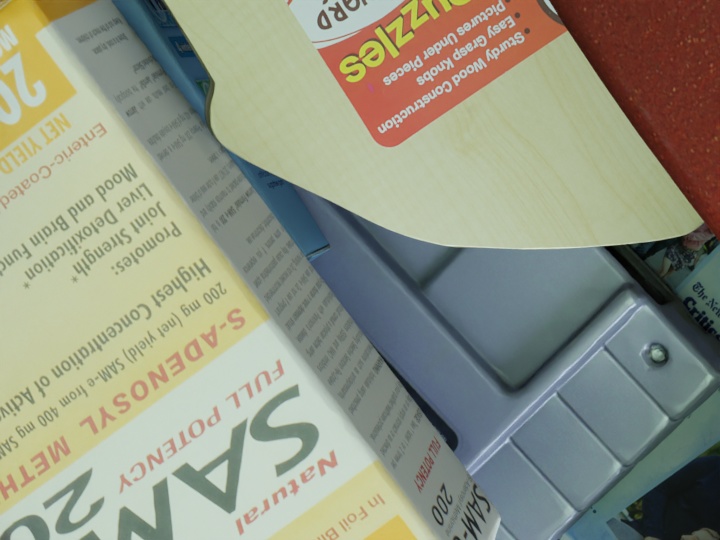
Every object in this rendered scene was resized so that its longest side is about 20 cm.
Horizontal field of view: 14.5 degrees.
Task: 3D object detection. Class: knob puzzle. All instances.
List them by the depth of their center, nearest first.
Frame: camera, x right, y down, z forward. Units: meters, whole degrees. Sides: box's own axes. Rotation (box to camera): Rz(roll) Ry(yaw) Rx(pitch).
[{"bbox_3d":[0.039,-0.094,0.793,0.220,0.030,0.220,-2,101,-11],"label":"knob puzzle"}]

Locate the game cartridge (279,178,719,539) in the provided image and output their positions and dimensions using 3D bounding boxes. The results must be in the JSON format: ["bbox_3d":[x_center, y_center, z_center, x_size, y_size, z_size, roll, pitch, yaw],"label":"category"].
[{"bbox_3d":[0.000,0.000,0.854,0.200,0.038,0.130,47,108,8],"label":"game cartridge"}]

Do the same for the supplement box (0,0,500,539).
[{"bbox_3d":[-0.071,0.034,0.775,0.126,0.074,0.200,-37,94,12],"label":"supplement box"}]

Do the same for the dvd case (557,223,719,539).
[{"bbox_3d":[0.064,0.047,0.864,0.200,0.018,0.143,-45,80,23],"label":"dvd case"}]

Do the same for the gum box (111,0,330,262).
[{"bbox_3d":[-0.134,-0.043,0.839,0.170,0.045,0.200,-34,89,12],"label":"gum box"}]

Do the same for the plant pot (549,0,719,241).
[{"bbox_3d":[0.129,-0.145,0.667,0.176,0.200,0.200,42,135,0],"label":"plant pot"}]
